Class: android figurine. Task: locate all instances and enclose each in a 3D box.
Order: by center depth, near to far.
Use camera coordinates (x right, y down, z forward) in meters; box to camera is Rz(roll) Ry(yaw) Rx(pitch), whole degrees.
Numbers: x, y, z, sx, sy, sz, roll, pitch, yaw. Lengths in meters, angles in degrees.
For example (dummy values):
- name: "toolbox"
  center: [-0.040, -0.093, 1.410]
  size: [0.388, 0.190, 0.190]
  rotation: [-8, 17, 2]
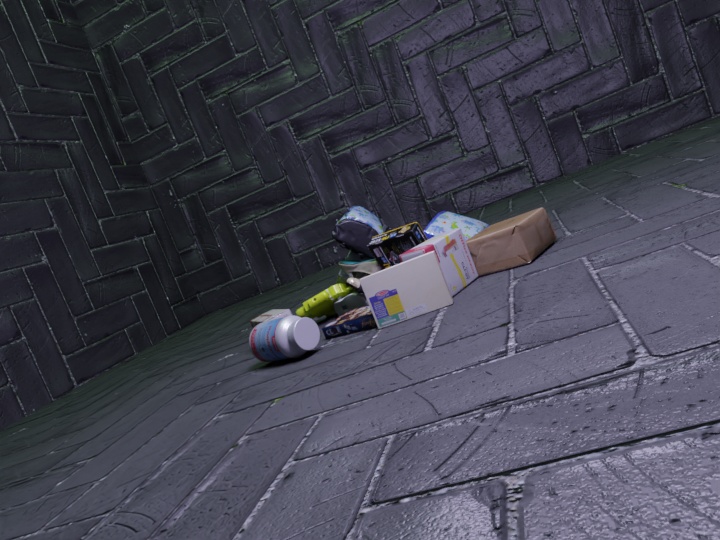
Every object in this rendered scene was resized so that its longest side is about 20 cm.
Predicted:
- name: "android figurine"
  center: [-0.105, 0.102, 1.858]
  size: [0.199, 0.041, 0.182]
  rotation: [-28, -20, 5]

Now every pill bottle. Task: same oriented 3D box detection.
- name: "pill bottle"
  center: [-0.197, 0.177, 1.521]
  size: [0.108, 0.110, 0.199]
  rotation: [-27, 7, -43]

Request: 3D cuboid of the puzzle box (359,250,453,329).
- name: "puzzle box"
  center: [0.109, 0.048, 1.405]
  size: [0.198, 0.134, 0.025]
  rotation: [-20, 6, 17]

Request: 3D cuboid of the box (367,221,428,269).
- name: "box"
  center: [0.135, -0.024, 1.622]
  size: [0.159, 0.201, 0.049]
  rotation: [-16, 28, 39]

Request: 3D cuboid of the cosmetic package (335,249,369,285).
- name: "cosmetic package"
  center: [-0.026, 0.010, 1.921]
  size: [0.108, 0.089, 0.200]
  rotation: [-64, 3, -15]

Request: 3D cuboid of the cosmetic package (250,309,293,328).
- name: "cosmetic package"
  center: [-0.258, 0.179, 1.769]
  size: [0.087, 0.104, 0.200]
  rotation: [-26, 5, -23]

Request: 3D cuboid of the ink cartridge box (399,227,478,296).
- name: "ink cartridge box"
  center: [0.205, -0.009, 1.496]
  size: [0.083, 0.147, 0.199]
  rotation: [-16, 9, 41]

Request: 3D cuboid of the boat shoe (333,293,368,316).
- name: "boat shoe"
  center: [-0.012, 0.094, 1.758]
  size: [0.071, 0.071, 0.200]
  rotation: [-32, 6, -29]

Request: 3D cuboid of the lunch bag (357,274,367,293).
- name: "lunch bag"
  center: [0.052, 0.032, 1.928]
  size: [0.200, 0.094, 0.151]
  rotation: [-51, 5, 23]

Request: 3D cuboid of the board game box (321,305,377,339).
- name: "board game box"
  center: [0.010, 0.126, 1.562]
  size: [0.199, 0.035, 0.135]
  rotation: [-18, 7, 37]

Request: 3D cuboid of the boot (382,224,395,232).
- name: "boot"
  center: [0.154, -0.080, 1.902]
  size: [0.165, 0.198, 0.066]
  rotation: [-64, -4, -64]

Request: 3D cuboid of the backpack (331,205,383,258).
- name: "backpack"
  center: [-0.003, -0.122, 1.811]
  size: [0.155, 0.162, 0.200]
  rotation: [-64, 4, -1]

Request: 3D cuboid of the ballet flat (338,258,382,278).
- name: "ballet flat"
  center: [0.000, 0.000, 1.738]
  size: [0.069, 0.070, 0.199]
  rotation: [-26, 14, -33]

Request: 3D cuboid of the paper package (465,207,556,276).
- name: "paper package"
  center: [0.400, -0.075, 1.579]
  size: [0.190, 0.104, 0.199]
  rotation: [-19, 7, 41]

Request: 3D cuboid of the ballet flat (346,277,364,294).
- name: "ballet flat"
  center: [0.032, 0.044, 1.693]
  size: [0.199, 0.057, 0.066]
  rotation: [17, 10, -47]

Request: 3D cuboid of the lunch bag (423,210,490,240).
- name: "lunch bag"
  center: [0.296, -0.100, 1.813]
  size: [0.168, 0.129, 0.200]
  rotation: [18, 17, 20]
